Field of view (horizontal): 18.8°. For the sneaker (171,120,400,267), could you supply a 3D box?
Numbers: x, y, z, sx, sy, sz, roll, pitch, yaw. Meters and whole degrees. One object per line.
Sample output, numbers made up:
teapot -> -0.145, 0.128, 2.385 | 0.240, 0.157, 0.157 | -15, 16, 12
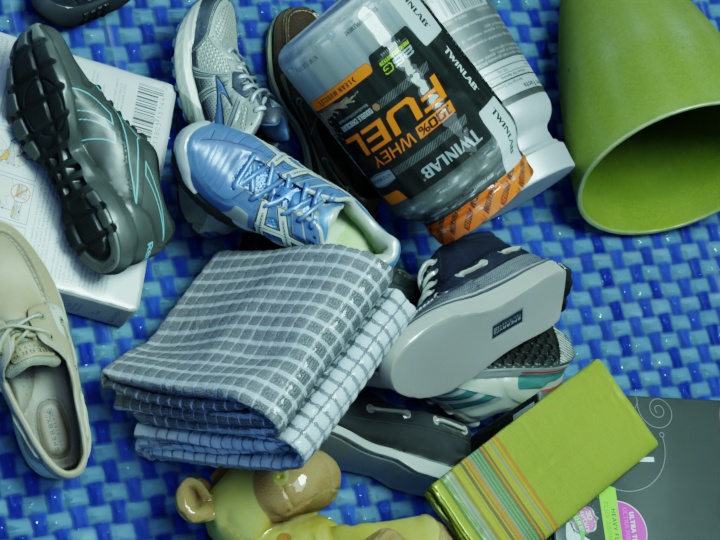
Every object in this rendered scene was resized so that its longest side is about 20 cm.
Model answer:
sneaker -> -0.052, -0.055, 1.653 | 0.200, 0.077, 0.076 | 31, 70, -22

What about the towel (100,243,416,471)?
towel -> -0.081, 0.058, 1.612 | 0.166, 0.200, 0.086 | -56, 127, -30

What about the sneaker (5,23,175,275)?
sneaker -> -0.205, -0.094, 1.650 | 0.079, 0.075, 0.200 | -19, 86, -45

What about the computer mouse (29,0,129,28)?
computer mouse -> -0.190, -0.244, 1.786 | 0.200, 0.034, 0.059 | -28, 67, -36

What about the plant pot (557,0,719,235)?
plant pot -> 0.246, -0.165, 1.888 | 0.187, 0.187, 0.200 | -1, 56, -26

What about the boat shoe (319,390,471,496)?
boat shoe -> 0.001, 0.123, 1.700 | 0.200, 0.074, 0.060 | 19, 63, -21

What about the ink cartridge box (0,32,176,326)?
ink cartridge box -> -0.243, -0.075, 1.680 | 0.176, 0.045, 0.200 | 17, 63, -19

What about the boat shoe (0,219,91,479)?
boat shoe -> -0.242, 0.057, 1.588 | 0.072, 0.065, 0.200 | -18, 94, -15

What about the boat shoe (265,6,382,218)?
boat shoe -> -0.020, -0.133, 1.791 | 0.075, 0.075, 0.203 | -11, 75, -28

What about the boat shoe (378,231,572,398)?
boat shoe -> 0.067, 0.031, 1.687 | 0.200, 0.075, 0.093 | -22, 39, -39

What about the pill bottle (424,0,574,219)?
pill bottle -> 0.089, -0.149, 1.826 | 0.116, 0.116, 0.200 | -26, 83, -31

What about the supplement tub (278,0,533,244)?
supplement tub -> 0.039, -0.127, 1.706 | 0.200, 0.122, 0.123 | 51, 58, -9

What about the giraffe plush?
giraffe plush -> -0.045, 0.201, 1.621 | 0.200, 0.173, 0.162 | -32, 73, 3

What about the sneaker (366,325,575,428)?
sneaker -> 0.068, 0.091, 1.735 | 0.199, 0.094, 0.070 | 0, 40, -14

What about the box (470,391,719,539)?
box -> 0.209, 0.186, 1.742 | 0.200, 0.124, 0.149 | 5, 67, -24

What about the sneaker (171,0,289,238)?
sneaker -> -0.095, -0.127, 1.736 | 0.077, 0.085, 0.200 | 22, 61, -63

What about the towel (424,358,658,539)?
towel -> 0.139, 0.149, 1.641 | 0.200, 0.018, 0.086 | -34, 90, -35

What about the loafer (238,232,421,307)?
loafer -> 0.000, 0.000, 1.750 | 0.200, 0.068, 0.071 | 17, 73, -14
